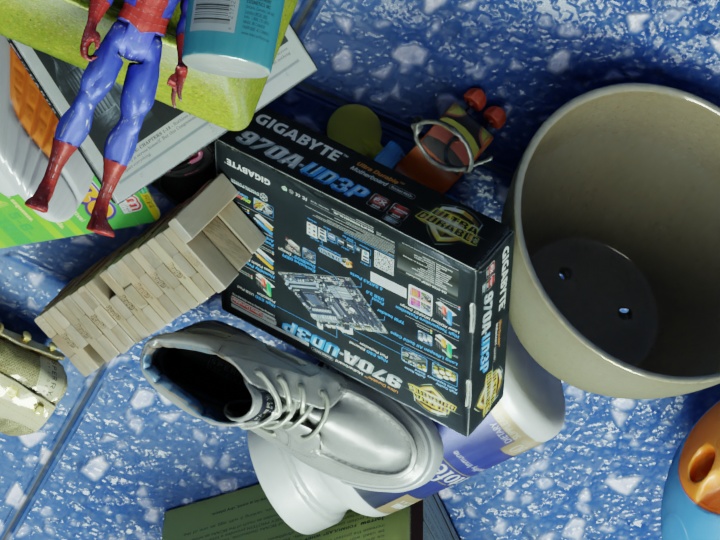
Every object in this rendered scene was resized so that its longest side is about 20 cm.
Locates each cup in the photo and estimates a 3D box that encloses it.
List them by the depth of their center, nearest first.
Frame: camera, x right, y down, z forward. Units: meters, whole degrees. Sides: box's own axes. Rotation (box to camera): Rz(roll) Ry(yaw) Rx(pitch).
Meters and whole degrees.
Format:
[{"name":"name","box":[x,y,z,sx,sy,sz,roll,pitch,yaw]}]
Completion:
[{"name":"cup","box":[0.168,0.002,1.712,0.199,0.201,0.143,16,153,-11]}]

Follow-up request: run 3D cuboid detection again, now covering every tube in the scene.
[{"name":"tube","box":[-0.061,-0.211,1.505,0.077,0.050,0.201,10,82,-4]}]

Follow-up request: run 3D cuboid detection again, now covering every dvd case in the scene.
[{"name":"dvd case","box":[-0.139,-0.164,1.599,0.150,0.025,0.201,-34,102,-9]}]

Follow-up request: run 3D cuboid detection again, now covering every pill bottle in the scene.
[{"name":"pill bottle","box":[0.029,0.098,1.815,0.199,0.116,0.116,-27,122,21]}]

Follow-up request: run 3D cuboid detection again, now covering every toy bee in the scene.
[{"name":"toy bee","box":[0.050,-0.060,1.713,0.199,0.109,0.131,-13,117,49]}]

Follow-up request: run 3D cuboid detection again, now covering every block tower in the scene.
[{"name":"block tower","box":[-0.138,0.007,1.734,0.058,0.054,0.200,48,141,-7]}]

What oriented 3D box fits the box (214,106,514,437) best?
[{"name":"box","box":[0.000,0.000,1.690,0.199,0.046,0.160,26,142,23]}]

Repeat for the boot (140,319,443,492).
[{"name":"boot","box":[-0.049,0.093,1.731,0.199,0.095,0.074,22,100,18]}]

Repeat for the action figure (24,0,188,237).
[{"name":"action figure","box":[-0.130,-0.122,1.520,0.065,0.052,0.201,20,87,-12]}]

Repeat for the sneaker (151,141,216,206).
[{"name":"sneaker","box":[-0.132,-0.099,1.684,0.079,0.096,0.200,-21,125,13]}]

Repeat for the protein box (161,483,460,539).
[{"name":"protein box","box":[-0.031,0.257,1.883,0.197,0.201,0.135,-17,125,14]}]

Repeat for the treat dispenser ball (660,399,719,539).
[{"name":"treat dispenser ball","box":[0.302,0.168,1.809,0.199,0.201,0.202,1,127,1]}]

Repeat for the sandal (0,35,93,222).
[{"name":"sandal","box":[-0.236,-0.116,1.612,0.059,0.079,0.207,-8,129,42]}]

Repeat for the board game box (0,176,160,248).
[{"name":"board game box","box":[-0.227,-0.059,1.726,0.199,0.030,0.096,-7,129,30]}]

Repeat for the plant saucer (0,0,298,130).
[{"name":"plant saucer","box":[-0.116,-0.208,1.564,0.199,0.048,0.201,22,89,-15]}]

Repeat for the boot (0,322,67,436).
[{"name":"boot","box":[-0.261,0.042,1.781,0.155,0.073,0.200,25,146,-18]}]
